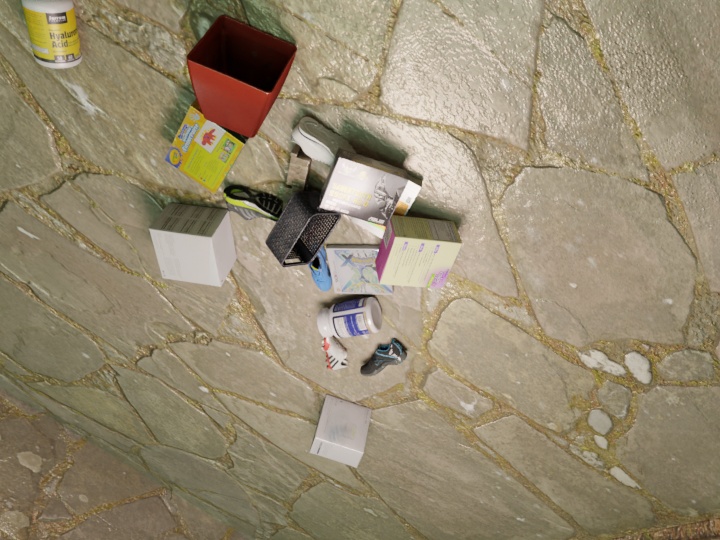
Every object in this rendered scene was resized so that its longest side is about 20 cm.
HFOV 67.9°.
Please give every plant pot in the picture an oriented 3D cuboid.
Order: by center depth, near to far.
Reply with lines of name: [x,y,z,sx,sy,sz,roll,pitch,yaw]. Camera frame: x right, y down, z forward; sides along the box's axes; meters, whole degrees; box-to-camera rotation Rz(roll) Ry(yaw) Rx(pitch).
plant pot: [-0.284,-0.444,1.275,0.196,0.203,0.177,21,142,-4]

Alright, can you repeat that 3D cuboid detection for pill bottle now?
pill bottle: [-0.750,-0.610,1.294,0.109,0.112,0.203,14,131,2]
pill bottle: [-0.037,0.159,1.754,0.196,0.117,0.117,-11,126,22]

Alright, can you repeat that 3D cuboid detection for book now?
book: [0.069,-0.190,1.488,0.132,0.048,0.201,26,129,-5]

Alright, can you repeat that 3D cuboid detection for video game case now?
video game case: [0.000,0.000,1.676,0.195,0.022,0.185,1,129,13]

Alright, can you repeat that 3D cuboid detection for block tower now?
block tower: [-0.176,-0.247,1.493,0.057,0.055,0.202,15,131,0]

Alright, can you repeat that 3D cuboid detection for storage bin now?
storage bin: [-0.163,-0.116,1.511,0.094,0.134,0.201,49,121,23]

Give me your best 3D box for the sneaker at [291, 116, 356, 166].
sneaker: [-0.091,-0.318,1.413,0.199,0.077,0.080,37,141,-13]

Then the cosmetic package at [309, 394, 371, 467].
cosmetic package: [-0.074,0.627,2.094,0.196,0.201,0.124,18,132,-3]

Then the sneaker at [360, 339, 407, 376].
sneaker: [0.071,0.308,1.893,0.198,0.073,0.083,-31,101,26]

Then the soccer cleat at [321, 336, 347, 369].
soccer cleat: [-0.090,0.283,1.907,0.083,0.069,0.203,-3,132,4]

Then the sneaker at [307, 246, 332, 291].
sneaker: [-0.134,0.000,1.673,0.064,0.079,0.203,0,131,11]

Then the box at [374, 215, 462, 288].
box: [0.159,-0.050,1.511,0.195,0.098,0.178,4,133,-13]

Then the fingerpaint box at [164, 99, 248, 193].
fingerpaint box: [-0.417,-0.340,1.462,0.165,0.074,0.200,33,128,-15]

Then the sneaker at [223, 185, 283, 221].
sneaker: [-0.308,-0.184,1.576,0.196,0.075,0.082,22,141,3]

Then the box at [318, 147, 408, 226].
box: [0.007,-0.214,1.402,0.196,0.049,0.160,15,128,-18]

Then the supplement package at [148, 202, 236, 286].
supplement package: [-0.509,-0.081,1.649,0.195,0.148,0.194,8,131,7]
